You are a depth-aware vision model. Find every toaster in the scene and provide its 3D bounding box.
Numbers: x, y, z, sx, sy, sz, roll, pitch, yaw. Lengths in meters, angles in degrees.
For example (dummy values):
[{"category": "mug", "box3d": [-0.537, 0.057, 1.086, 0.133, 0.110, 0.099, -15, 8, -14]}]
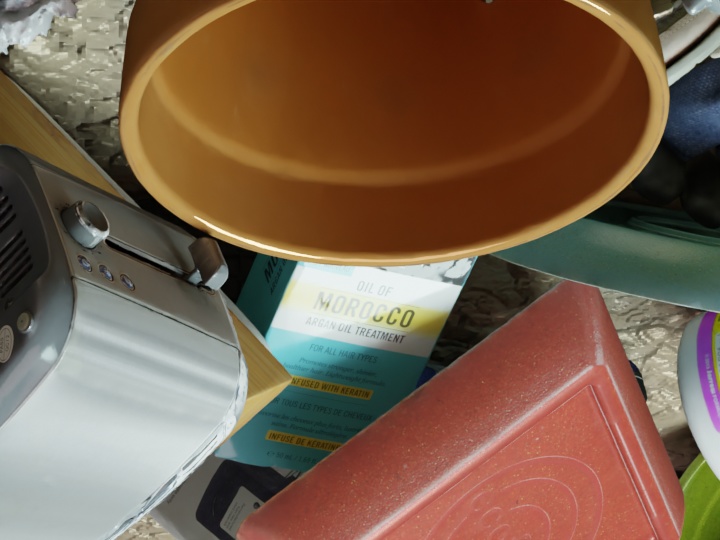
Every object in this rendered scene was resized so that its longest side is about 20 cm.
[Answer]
[{"category": "toaster", "box3d": [-0.139, 0.048, 1.012, 0.129, 0.114, 0.200, 19, 127, -45]}]

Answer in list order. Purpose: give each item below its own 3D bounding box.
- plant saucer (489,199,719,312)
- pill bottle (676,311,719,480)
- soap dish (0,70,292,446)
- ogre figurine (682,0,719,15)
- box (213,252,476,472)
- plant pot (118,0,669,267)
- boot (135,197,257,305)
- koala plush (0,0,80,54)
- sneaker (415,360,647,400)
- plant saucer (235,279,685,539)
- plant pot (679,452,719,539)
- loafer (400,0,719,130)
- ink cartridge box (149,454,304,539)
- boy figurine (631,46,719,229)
[{"category": "plant saucer", "box3d": [0.152, -0.007, 1.177, 0.200, 0.027, 0.200, 11, -173, -1]}, {"category": "pill bottle", "box3d": [0.265, 0.040, 1.284, 0.200, 0.104, 0.104, -22, 145, 30]}, {"category": "soap dish", "box3d": [-0.152, 0.027, 1.144, 0.200, 0.081, 0.157, 46, 120, -4]}, {"category": "ogre figurine", "box3d": [0.177, -0.153, 0.934, 0.200, 0.120, 0.098, -1, 150, -1]}, {"category": "box", "box3d": [0.000, 0.000, 1.171, 0.082, 0.049, 0.200, 11, 121, -22]}, {"category": "plant pot", "box3d": [0.011, -0.110, 0.975, 0.200, 0.140, 0.200, -1, 150, -1]}, {"category": "boot", "box3d": [-0.114, 0.019, 1.275, 0.200, 0.070, 0.132, 3, 157, 0]}, {"category": "koala plush", "box3d": [-0.207, -0.098, 0.972, 0.177, 0.184, 0.200, 41, 104, -21]}, {"category": "sneaker", "box3d": [0.085, 0.074, 1.367, 0.115, 0.081, 0.199, -28, 148, 30]}, {"category": "plant saucer", "box3d": [0.062, 0.123, 1.209, 0.200, 0.037, 0.200, -37, 138, -8]}, {"category": "plant pot", "box3d": [0.292, 0.189, 1.477, 0.200, 0.200, 0.193, -16, 158, 22]}, {"category": "loafer", "box3d": [0.070, -0.083, 1.067, 0.200, 0.072, 0.063, -34, 111, 7]}, {"category": "ink cartridge box", "box3d": [-0.016, 0.148, 1.353, 0.084, 0.200, 0.145, -53, 138, -1]}, {"category": "boy figurine", "box3d": [0.211, -0.084, 1.110, 0.124, 0.064, 0.200, 25, 144, -38]}]
